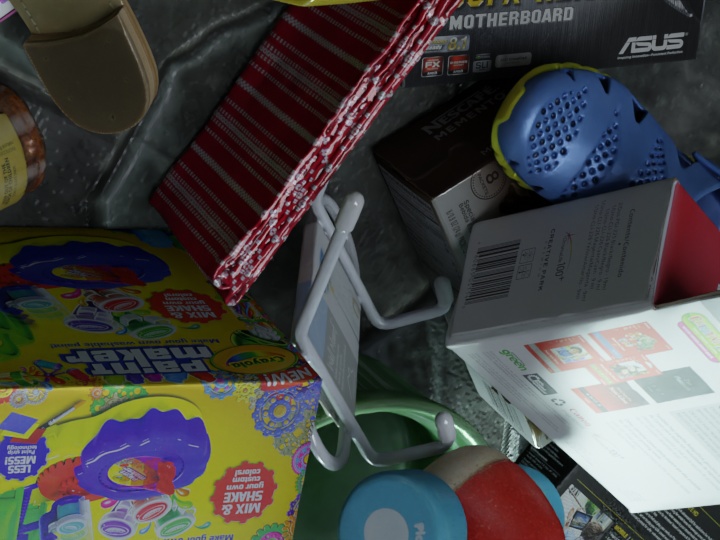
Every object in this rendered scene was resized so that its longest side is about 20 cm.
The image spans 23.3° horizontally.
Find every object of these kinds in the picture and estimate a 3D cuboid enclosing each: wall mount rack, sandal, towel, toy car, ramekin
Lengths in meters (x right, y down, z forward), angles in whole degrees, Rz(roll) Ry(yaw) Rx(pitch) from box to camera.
[{"bbox_3d":[0.000,0.000,0.923,0.074,0.200,0.174,-16,126,14],"label":"wall mount rack"},{"bbox_3d":[0.157,-0.049,0.958,0.199,0.087,0.080,24,99,-34],"label":"sandal"},{"bbox_3d":[-0.034,-0.091,0.898,0.022,0.145,0.200,33,97,-30],"label":"towel"},{"bbox_3d":[0.076,0.212,0.907,0.177,0.200,0.184,-55,156,10],"label":"toy car"},{"bbox_3d":[-0.145,-0.173,0.830,0.077,0.070,0.213,-8,122,16],"label":"sandal"},{"bbox_3d":[-0.022,0.145,1.048,0.199,0.098,0.201,-11,118,-22],"label":"ramekin"}]

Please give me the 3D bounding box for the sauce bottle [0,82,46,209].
[{"bbox_3d":[-0.245,-0.030,0.832,0.200,0.066,0.066,-28,126,-36],"label":"sauce bottle"}]

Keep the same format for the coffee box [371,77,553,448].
[{"bbox_3d":[0.102,-0.010,1.046,0.113,0.080,0.201,-32,124,-11],"label":"coffee box"}]

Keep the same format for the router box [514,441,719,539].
[{"bbox_3d":[0.203,0.153,1.195,0.149,0.051,0.200,-48,125,-1],"label":"router box"}]

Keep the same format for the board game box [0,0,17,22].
[{"bbox_3d":[-0.276,-0.135,0.816,0.200,0.040,0.153,-36,125,-7],"label":"board game box"}]

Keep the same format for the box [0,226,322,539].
[{"bbox_3d":[-0.153,0.068,0.885,0.199,0.193,0.123,0,114,-27],"label":"box"}]

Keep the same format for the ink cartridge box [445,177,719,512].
[{"bbox_3d":[0.178,0.045,0.951,0.200,0.175,0.084,42,51,-37],"label":"ink cartridge box"}]

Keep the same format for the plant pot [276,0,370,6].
[{"bbox_3d":[-0.018,-0.220,0.779,0.176,0.199,0.201,-35,128,-34],"label":"plant pot"}]

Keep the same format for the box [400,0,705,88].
[{"bbox_3d":[0.106,-0.192,0.980,0.199,0.048,0.159,-8,117,-24],"label":"box"}]
